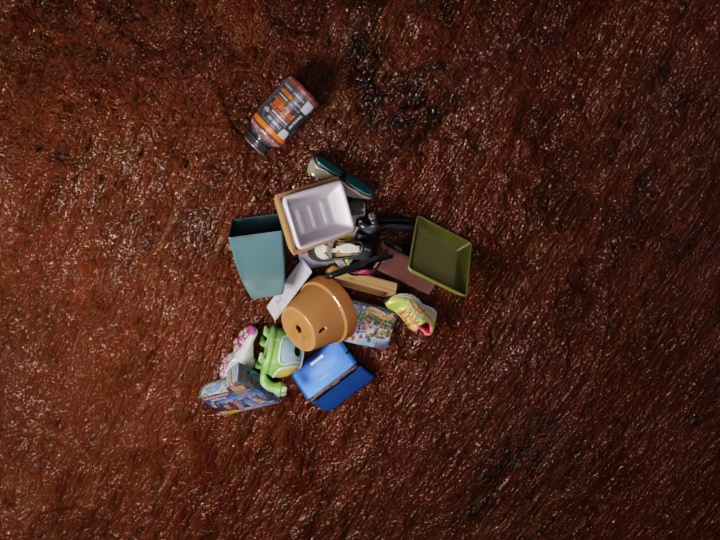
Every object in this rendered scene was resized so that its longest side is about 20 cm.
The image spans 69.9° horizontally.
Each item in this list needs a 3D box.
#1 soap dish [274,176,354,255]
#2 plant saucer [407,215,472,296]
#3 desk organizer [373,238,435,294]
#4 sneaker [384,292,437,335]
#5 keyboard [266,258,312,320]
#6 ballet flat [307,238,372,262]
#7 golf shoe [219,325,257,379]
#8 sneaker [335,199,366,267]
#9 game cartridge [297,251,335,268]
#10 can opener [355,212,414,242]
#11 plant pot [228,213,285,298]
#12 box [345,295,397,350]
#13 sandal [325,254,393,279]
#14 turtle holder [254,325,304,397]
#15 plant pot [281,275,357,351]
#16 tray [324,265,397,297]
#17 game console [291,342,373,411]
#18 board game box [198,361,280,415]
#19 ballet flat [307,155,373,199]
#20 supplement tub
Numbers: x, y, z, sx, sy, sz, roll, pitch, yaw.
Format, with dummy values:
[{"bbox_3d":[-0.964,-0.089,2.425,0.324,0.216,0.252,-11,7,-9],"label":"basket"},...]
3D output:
[{"bbox_3d":[-0.123,-0.145,1.355,0.199,0.081,0.159,-23,101,-32],"label":"soap dish"},{"bbox_3d":[0.223,-0.034,1.495,0.198,0.201,0.048,25,143,-15],"label":"plant saucer"},{"bbox_3d":[0.136,-0.011,1.528,0.199,0.072,0.077,25,106,-15],"label":"desk organizer"},{"bbox_3d":[0.155,0.135,1.543,0.199,0.091,0.078,25,143,-27],"label":"sneaker"},{"bbox_3d":[-0.209,0.056,1.498,0.056,0.011,0.200,49,113,23],"label":"keyboard"},{"bbox_3d":[-0.066,-0.061,1.407,0.198,0.068,0.069,-3,83,22],"label":"ballet flat"},{"bbox_3d":[-0.349,0.253,1.557,0.091,0.075,0.201,25,112,-24],"label":"golf shoe"},{"bbox_3d":[-0.025,-0.104,1.479,0.074,0.085,0.202,14,88,22],"label":"sneaker"},{"bbox_3d":[-0.128,-0.108,1.478,0.132,0.041,0.202,-15,110,-7],"label":"game cartridge"},{"bbox_3d":[0.068,-0.130,1.455,0.199,0.064,0.079,-12,151,-36],"label":"can opener"},{"bbox_3d":[-0.272,-0.034,1.432,0.140,0.142,0.202,-8,116,-5],"label":"plant pot"},{"bbox_3d":[0.003,0.158,1.585,0.198,0.038,0.138,14,106,-12],"label":"box"},{"bbox_3d":[0.000,0.000,1.427,0.198,0.075,0.045,-20,83,-11],"label":"sandal"},{"bbox_3d":[-0.235,0.257,1.512,0.131,0.186,0.142,13,132,-13],"label":"turtle holder"},{"bbox_3d":[-0.127,0.133,1.450,0.140,0.199,0.202,-30,117,-41],"label":"plant pot"},{"bbox_3d":[-0.002,0.033,1.508,0.198,0.099,0.037,15,77,-13],"label":"tray"},{"bbox_3d":[-0.088,0.333,1.644,0.199,0.118,0.171,-38,79,6],"label":"game console"},{"bbox_3d":[-0.367,0.352,1.540,0.198,0.062,0.200,-14,141,9],"label":"board game box"},{"bbox_3d":[-0.058,-0.246,1.433,0.199,0.068,0.062,32,125,-12],"label":"ballet flat"},{"bbox_3d":[-0.207,-0.394,1.329,0.107,0.107,0.200,42,99,-18],"label":"supplement tub"}]
